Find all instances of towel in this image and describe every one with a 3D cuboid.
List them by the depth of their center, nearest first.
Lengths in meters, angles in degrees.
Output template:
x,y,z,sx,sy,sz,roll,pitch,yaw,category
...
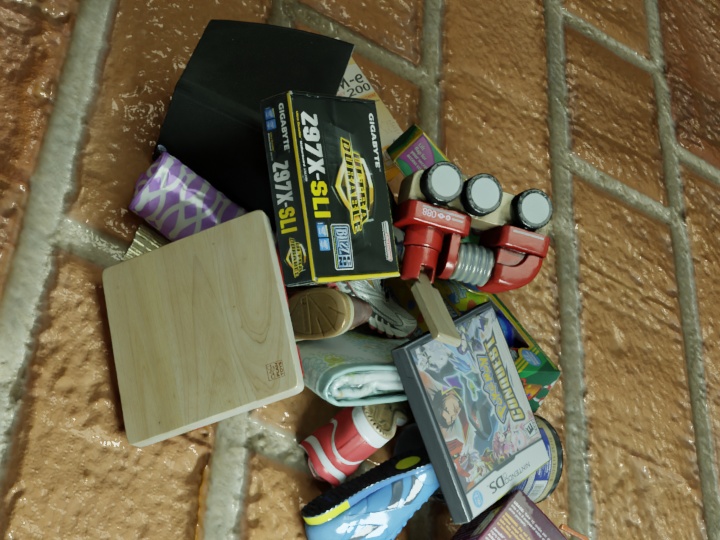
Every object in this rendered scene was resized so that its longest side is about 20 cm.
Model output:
x,y,z,sx,sy,sz,roll,pitch,yaw,category
-0.004,0.105,1.482,0.198,0.170,0.049,3,103,-36,towel

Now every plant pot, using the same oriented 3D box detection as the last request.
x,y,z,sx,sy,sz,roll,pitch,yaw,category
-0.139,-0.180,1.555,0.175,0.200,0.202,23,48,-6,plant pot

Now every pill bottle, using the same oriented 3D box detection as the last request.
x,y,z,sx,sy,sz,roll,pitch,yaw,category
0.141,0.228,1.561,0.198,0.112,0.113,6,58,-38,pill bottle

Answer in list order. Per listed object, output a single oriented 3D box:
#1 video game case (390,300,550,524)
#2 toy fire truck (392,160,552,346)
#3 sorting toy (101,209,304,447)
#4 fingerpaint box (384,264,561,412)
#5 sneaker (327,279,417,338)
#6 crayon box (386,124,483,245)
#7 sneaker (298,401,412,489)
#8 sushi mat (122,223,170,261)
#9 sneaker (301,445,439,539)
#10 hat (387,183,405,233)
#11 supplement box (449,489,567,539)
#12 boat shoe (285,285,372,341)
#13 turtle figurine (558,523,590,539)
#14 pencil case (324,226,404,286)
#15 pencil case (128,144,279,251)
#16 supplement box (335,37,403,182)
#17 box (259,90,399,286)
x,y,z,sx,sy,sz,roll,pitch,yaw,category
0.127,0.154,1.446,0.180,0.025,0.203,-23,93,-49,video game case
0.122,-0.006,1.463,0.174,0.128,0.203,15,80,-16,toy fire truck
-0.161,0.068,1.373,0.070,0.196,0.203,41,32,-64,sorting toy
0.128,0.084,1.616,0.165,0.074,0.201,6,35,-41,fingerpaint box
0.000,0.000,1.516,0.200,0.082,0.078,47,4,-15,sneaker
0.119,-0.088,1.633,0.200,0.058,0.173,48,6,-8,crayon box
-0.006,0.188,1.509,0.071,0.112,0.200,50,13,3,sneaker
-0.187,0.032,1.489,0.199,0.012,0.096,34,45,-18,sushi mat
0.032,0.260,1.437,0.198,0.066,0.079,-26,101,-12,sneaker
-0.011,-0.107,1.570,0.203,0.080,0.201,63,5,-9,hat
0.125,0.349,1.427,0.086,0.110,0.200,46,61,0,supplement box
-0.074,0.047,1.437,0.072,0.198,0.073,-4,88,-52,boat shoe
0.191,0.391,1.531,0.197,0.065,0.163,0,64,-15,turtle figurine
0.024,-0.028,1.660,0.199,0.078,0.090,-18,60,-45,pencil case
-0.178,-0.052,1.502,0.199,0.085,0.084,37,71,-12,pencil case
-0.030,-0.202,1.734,0.126,0.073,0.201,-29,83,-47,supplement box
-0.031,-0.087,1.402,0.159,0.049,0.203,-3,85,-53,box
